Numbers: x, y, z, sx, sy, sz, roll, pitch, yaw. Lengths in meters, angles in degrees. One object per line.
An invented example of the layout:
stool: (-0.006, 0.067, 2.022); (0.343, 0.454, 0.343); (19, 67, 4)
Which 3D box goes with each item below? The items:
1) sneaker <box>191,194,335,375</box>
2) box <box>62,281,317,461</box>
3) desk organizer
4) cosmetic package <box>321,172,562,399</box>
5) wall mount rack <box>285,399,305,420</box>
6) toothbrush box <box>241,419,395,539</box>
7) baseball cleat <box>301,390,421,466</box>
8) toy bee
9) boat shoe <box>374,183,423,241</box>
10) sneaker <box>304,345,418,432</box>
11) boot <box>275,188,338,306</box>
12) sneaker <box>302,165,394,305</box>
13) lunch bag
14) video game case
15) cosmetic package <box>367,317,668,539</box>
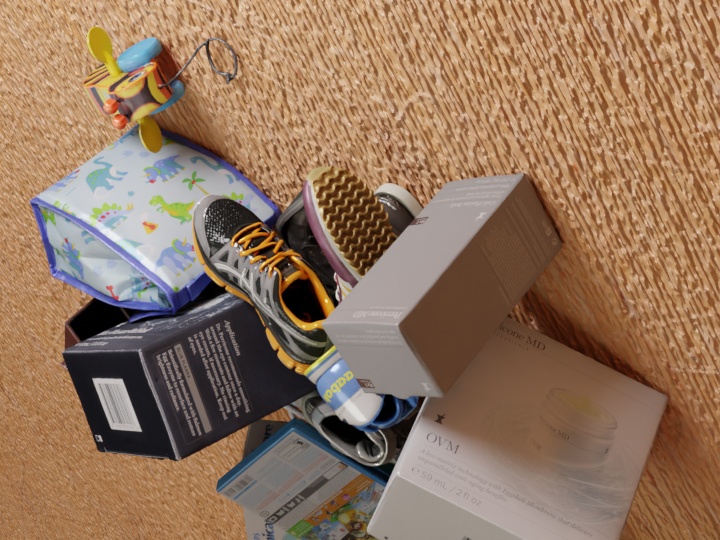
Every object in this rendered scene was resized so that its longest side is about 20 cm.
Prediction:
sneaker: (-0.082, 0.001, 1.550); (0.200, 0.078, 0.077); (48, 150, 11)
box: (-0.161, 0.093, 1.648); (0.196, 0.199, 0.119); (-5, 107, 57)
desk organizer: (-0.229, 0.040, 1.779); (0.071, 0.200, 0.077); (34, 144, 16)
cosmetic package: (0.071, 0.013, 1.407); (0.106, 0.200, 0.091); (-4, 124, 48)
wall mount rack: (-0.104, 0.130, 1.849); (0.172, 0.075, 0.202); (25, 141, 29)
toothbrush box: (-0.026, 0.245, 1.799); (0.197, 0.086, 0.147); (2, 136, 6)
baseball cleat: (0.032, 0.174, 1.657); (0.198, 0.070, 0.107); (17, -163, -23)
toy bee: (-0.225, -0.183, 1.618); (0.131, 0.109, 0.200); (50, 147, -4)
boat shoe: (0.064, 0.015, 1.548); (0.202, 0.061, 0.072); (51, 147, -8)
sneaker: (0.017, 0.116, 1.561); (0.074, 0.199, 0.082); (-45, 70, 15)
boot: (0.000, 0.000, 1.611); (0.173, 0.069, 0.201); (36, 153, 9)
sneaker: (-0.002, 0.002, 1.487); (0.090, 0.075, 0.201); (-22, 104, 53)
lunch bag: (-0.204, -0.042, 1.686); (0.198, 0.170, 0.129); (21, 139, 34)
video game case: (-0.032, 0.239, 1.722); (0.199, 0.018, 0.143); (34, 129, -21)
cosmetic package: (0.141, 0.171, 1.466); (0.198, 0.201, 0.123); (26, 144, 2)
